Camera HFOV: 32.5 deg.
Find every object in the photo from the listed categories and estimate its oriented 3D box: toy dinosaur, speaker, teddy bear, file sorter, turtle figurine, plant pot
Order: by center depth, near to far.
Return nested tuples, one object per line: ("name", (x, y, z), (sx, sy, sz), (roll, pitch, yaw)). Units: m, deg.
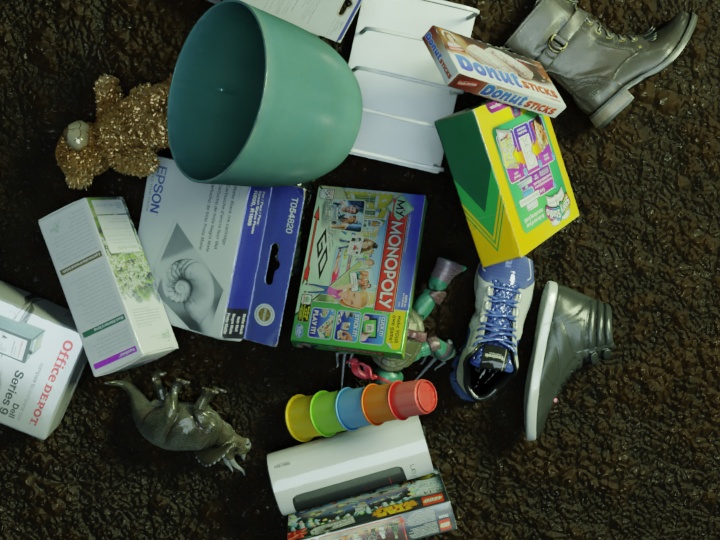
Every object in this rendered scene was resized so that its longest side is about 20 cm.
("plant pot", (-0.096, -0.184, 1.376), (0.161, 0.200, 0.201), (9, 98, -37))
("file sorter", (0.054, -0.225, 1.455), (0.139, 0.125, 0.200), (12, 96, -4))
("teddy bear", (-0.274, -0.171, 1.459), (0.200, 0.067, 0.145), (-5, 77, 11))
("turtle figurine", (0.051, 0.074, 1.507), (0.149, 0.101, 0.200), (18, 90, -4))
("toy dinosaur", (-0.225, 0.183, 1.517), (0.200, 0.077, 0.102), (16, 89, -7))
("speaker", (-0.011, 0.238, 1.529), (0.200, 0.081, 0.081), (-16, 97, -1))

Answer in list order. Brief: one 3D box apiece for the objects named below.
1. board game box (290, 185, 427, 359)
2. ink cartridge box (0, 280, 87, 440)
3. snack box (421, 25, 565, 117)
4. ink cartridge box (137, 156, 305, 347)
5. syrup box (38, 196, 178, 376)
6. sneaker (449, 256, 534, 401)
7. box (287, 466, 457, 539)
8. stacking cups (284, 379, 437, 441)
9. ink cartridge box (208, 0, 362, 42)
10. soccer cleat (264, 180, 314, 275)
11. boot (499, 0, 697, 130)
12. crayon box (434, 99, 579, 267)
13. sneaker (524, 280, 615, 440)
("board game box", (0.000, 0.000, 1.474), (0.134, 0.029, 0.200), (6, 71, 11))
("ink cartridge box", (-0.437, 0.096, 1.494), (0.200, 0.084, 0.146), (23, 96, -5))
("snack box", (0.153, -0.222, 1.390), (0.024, 0.200, 0.072), (-42, 58, 32))
("ink cartridge box", (-0.177, -0.023, 1.472), (0.200, 0.041, 0.200), (13, 96, 22))
("syrup box", (-0.298, 0.018, 1.462), (0.081, 0.079, 0.200), (-23, 85, 24))
("sneaker", (0.168, 0.076, 1.499), (0.080, 0.115, 0.200), (15, 96, -5))
("box", (0.010, 0.300, 1.508), (0.200, 0.137, 0.040), (-15, 100, -1))
("stacking cups", (-0.002, 0.164, 1.473), (0.200, 0.060, 0.061), (-15, 99, 40))
("ink cartridge box", (-0.086, -0.331, 1.439), (0.200, 0.039, 0.100), (25, 79, 17))
("soccer cleat", (-0.085, -0.095, 1.495), (0.081, 0.068, 0.200), (-12, 94, -2))
("boot", (0.287, -0.287, 1.488), (0.200, 0.069, 0.174), (-45, 88, -4))
("crayon box", (0.175, -0.115, 1.437), (0.058, 0.200, 0.173), (-13, 99, 32))
("sneaker", (0.260, 0.120, 1.528), (0.099, 0.071, 0.200), (11, 92, 2))
